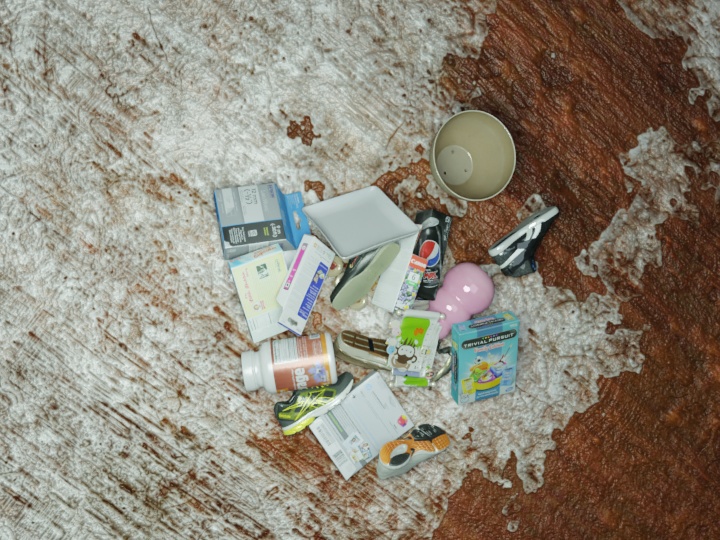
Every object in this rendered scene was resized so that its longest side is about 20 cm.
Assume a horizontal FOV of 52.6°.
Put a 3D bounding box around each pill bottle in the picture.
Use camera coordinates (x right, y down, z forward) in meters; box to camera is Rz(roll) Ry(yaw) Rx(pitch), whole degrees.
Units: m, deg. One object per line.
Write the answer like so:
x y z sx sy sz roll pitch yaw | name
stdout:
-0.154 0.205 1.581 0.197 0.112 0.114 -9 90 -4 | pill bottle

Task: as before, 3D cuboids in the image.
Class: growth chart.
0.119 0.176 1.624 0.143 0.018 0.203 -2 112 -24 | growth chart

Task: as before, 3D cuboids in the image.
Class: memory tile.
0.019 -0.018 1.670 0.200 0.017 0.154 -40 108 -14 | memory tile

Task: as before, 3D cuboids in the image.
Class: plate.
-0.001 -0.102 1.606 0.198 0.200 0.033 -20 135 -23 | plate

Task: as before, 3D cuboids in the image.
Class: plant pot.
0.240 -0.253 1.685 0.197 0.134 0.203 1 87 -14 | plant pot

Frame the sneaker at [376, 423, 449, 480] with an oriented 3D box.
0.115 0.420 1.675 0.198 0.093 0.076 -10 50 -32 | sneaker

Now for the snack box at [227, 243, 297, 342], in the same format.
-0.204 0.051 1.568 0.115 0.037 0.202 -20 124 -14 | snack box

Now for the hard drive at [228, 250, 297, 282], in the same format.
-0.180 -0.012 1.631 0.198 0.025 0.134 17 84 -12 | hard drive

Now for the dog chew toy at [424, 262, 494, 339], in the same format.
0.216 0.078 1.681 0.124 0.125 0.200 44 87 -9 | dog chew toy

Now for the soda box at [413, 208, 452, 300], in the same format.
0.150 -0.035 1.676 0.063 0.071 0.203 17 80 -28 | soda box

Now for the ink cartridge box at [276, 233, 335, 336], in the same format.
-0.124 0.032 1.566 0.095 0.037 0.202 39 68 -54 | ink cartridge box

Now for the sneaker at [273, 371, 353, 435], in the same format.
-0.104 0.280 1.616 0.199 0.074 0.085 -36 96 -12 | sneaker

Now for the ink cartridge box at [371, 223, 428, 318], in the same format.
0.097 -0.004 1.633 0.050 0.109 0.202 20 89 -26 | ink cartridge box

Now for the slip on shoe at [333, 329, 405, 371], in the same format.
0.028 0.197 1.662 0.198 0.077 0.061 19 126 -22 | slip on shoe

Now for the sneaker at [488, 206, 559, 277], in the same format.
0.413 -0.059 1.760 0.199 0.073 0.113 -35 100 -4 | sneaker

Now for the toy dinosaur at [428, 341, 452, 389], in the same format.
0.222 0.188 1.714 0.199 0.047 0.089 -37 107 -9 | toy dinosaur

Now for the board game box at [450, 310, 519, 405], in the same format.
0.286 0.204 1.682 0.149 0.047 0.202 -12 121 -14 | board game box

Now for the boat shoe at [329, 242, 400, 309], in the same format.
0.001 0.001 1.627 0.202 0.063 0.074 -49 144 2 | boat shoe

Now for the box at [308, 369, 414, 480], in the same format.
0.000 0.350 1.657 0.199 0.041 0.157 -36 97 -11 | box

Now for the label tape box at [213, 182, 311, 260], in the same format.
-0.210 -0.112 1.582 0.197 0.066 0.145 -10 67 -12 | label tape box
